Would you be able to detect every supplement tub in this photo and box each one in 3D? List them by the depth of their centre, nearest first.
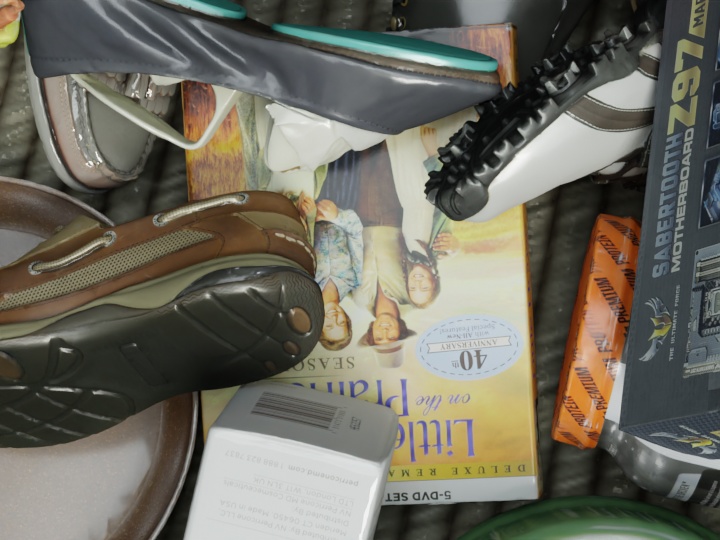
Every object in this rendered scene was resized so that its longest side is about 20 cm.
[{"bbox_3d":[0.184,0.043,0.822,0.199,0.123,0.123,12,83,3],"label":"supplement tub"}]

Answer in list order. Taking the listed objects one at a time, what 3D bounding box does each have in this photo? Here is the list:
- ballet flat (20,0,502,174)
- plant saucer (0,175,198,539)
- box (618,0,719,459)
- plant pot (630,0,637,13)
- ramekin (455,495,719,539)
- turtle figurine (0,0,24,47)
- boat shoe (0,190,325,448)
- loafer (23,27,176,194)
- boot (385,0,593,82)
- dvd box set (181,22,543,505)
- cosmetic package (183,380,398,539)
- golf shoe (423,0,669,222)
[{"bbox_3d":[-0.044,-0.077,0.812,0.199,0.073,0.073,15,83,6],"label":"ballet flat"},{"bbox_3d":[-0.168,0.060,0.877,0.199,0.032,0.201,0,82,3],"label":"plant saucer"},{"bbox_3d":[0.166,-0.042,0.704,0.051,0.158,0.201,20,69,-29],"label":"box"},{"bbox_3d":[0.215,-0.139,0.894,0.199,0.027,0.201,0,83,2],"label":"plant pot"},{"bbox_3d":[0.098,0.191,0.817,0.199,0.098,0.201,0,82,2],"label":"ramekin"},{"bbox_3d":[-0.223,-0.128,0.841,0.199,0.161,0.065,10,83,4],"label":"turtle figurine"},{"bbox_3d":[-0.109,0.018,0.834,0.199,0.076,0.074,-13,49,12],"label":"boat shoe"},{"bbox_3d":[-0.101,-0.135,0.876,0.063,0.072,0.201,-6,78,33],"label":"loafer"},{"bbox_3d":[0.017,-0.156,0.886,0.200,0.077,0.139,28,100,18],"label":"boot"},{"bbox_3d":[0.000,0.000,0.858,0.146,0.029,0.201,-2,92,9],"label":"dvd box set"},{"bbox_3d":[-0.042,0.153,0.806,0.074,0.102,0.201,12,99,4],"label":"cosmetic package"},{"bbox_3d":[0.118,-0.059,0.815,0.200,0.078,0.095,-34,102,-23],"label":"golf shoe"}]
